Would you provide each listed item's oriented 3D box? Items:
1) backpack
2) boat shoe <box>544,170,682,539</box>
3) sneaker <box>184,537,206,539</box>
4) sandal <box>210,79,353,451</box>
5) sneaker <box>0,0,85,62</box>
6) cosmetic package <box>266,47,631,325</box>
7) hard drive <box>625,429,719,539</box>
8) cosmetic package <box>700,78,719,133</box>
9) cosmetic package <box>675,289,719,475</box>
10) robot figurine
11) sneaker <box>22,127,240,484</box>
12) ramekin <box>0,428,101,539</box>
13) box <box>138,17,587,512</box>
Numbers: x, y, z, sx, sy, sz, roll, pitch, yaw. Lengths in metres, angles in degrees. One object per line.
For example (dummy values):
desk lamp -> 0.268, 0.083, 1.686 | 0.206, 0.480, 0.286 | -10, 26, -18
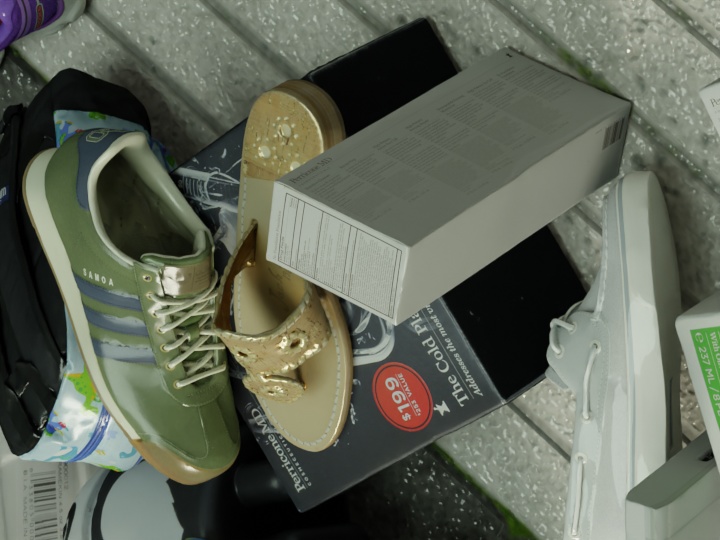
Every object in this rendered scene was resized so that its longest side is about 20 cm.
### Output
backpack -> -0.158, 0.017, 1.657 | 0.153, 0.201, 0.163 | 21, 132, -20
boat shoe -> 0.128, 0.050, 1.477 | 0.068, 0.072, 0.202 | 0, 101, 16
sneaker -> -0.118, 0.230, 1.631 | 0.071, 0.083, 0.200 | 33, 137, 9
sandal -> -0.052, 0.009, 1.490 | 0.077, 0.070, 0.213 | 21, 123, 31
sneaker -> -0.251, -0.145, 1.717 | 0.200, 0.083, 0.081 | -28, 92, 45
cosmetic package -> 0.046, -0.045, 1.435 | 0.082, 0.200, 0.051 | 28, 128, 26
hard drive -> 0.178, 0.180, 1.482 | 0.026, 0.132, 0.201 | 14, 120, 34
cosmetic package -> 0.259, -0.084, 1.329 | 0.199, 0.051, 0.083 | -20, 99, 44
cosmetic package -> 0.263, 0.046, 1.378 | 0.199, 0.085, 0.108 | -11, 101, 44
robot figurine -> -0.088, 0.156, 1.698 | 0.199, 0.151, 0.125 | -17, 130, 43
sneaker -> -0.109, 0.015, 1.542 | 0.090, 0.067, 0.201 | -26, 90, 51
ramekin -> -0.227, 0.145, 1.767 | 0.097, 0.200, 0.202 | 0, 111, 32
box -> 0.000, 0.000, 1.563 | 0.182, 0.104, 0.201 | -32, 89, 46
